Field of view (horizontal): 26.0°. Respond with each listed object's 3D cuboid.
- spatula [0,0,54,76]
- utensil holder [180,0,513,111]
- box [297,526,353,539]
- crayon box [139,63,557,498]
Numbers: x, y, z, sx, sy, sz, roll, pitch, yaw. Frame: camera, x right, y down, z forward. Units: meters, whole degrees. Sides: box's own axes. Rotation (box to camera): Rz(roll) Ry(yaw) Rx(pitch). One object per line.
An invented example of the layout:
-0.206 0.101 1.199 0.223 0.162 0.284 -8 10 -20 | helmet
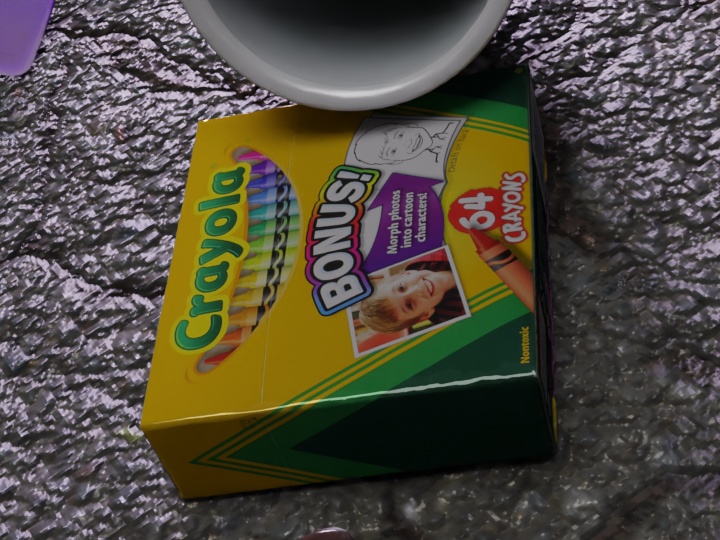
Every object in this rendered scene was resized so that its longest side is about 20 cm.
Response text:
-0.205 -0.199 1.019 0.056 0.021 0.201 10 47 12 | spatula
0.004 -0.192 0.793 0.169 0.171 0.200 -9 22 11 | utensil holder
-0.014 0.219 0.431 0.165 0.165 0.200 -29 44 -10 | box
0.000 0.000 0.721 0.171 0.058 0.201 -8 44 12 | crayon box
